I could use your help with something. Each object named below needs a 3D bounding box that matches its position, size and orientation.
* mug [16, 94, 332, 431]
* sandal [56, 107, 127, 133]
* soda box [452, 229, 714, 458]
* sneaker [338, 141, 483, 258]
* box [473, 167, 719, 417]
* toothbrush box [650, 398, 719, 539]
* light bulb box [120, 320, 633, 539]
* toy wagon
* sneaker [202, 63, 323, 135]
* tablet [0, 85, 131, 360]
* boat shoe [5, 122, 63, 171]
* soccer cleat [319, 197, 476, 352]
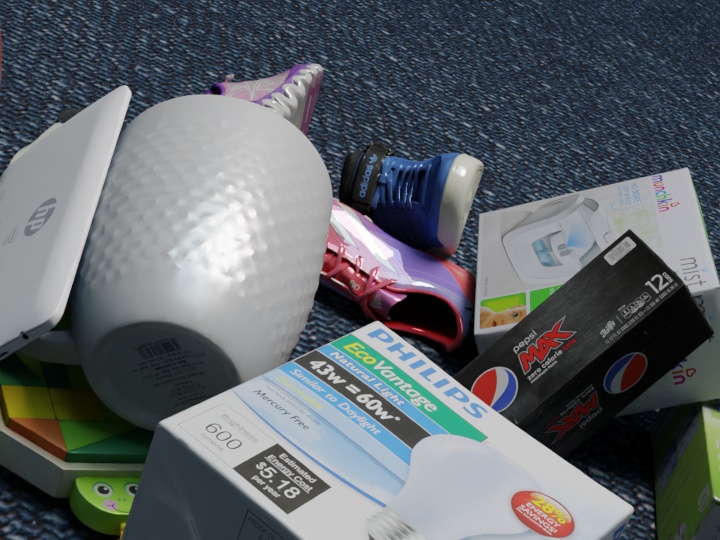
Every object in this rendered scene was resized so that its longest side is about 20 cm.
[{"bbox_3d":[-0.123,0.006,0.853,0.199,0.148,0.176,-5,39,11],"label":"mug"},{"bbox_3d":[-0.158,-0.088,1.149,0.200,0.048,0.075,27,28,10],"label":"sandal"},{"bbox_3d":[0.127,0.070,0.927,0.071,0.200,0.063,47,4,-47],"label":"soda box"},{"bbox_3d":[0.034,-0.062,1.153,0.111,0.077,0.200,19,-5,2],"label":"sneaker"},{"bbox_3d":[0.182,0.022,1.077,0.175,0.097,0.200,-12,26,13],"label":"box"},{"bbox_3d":[0.291,0.159,1.011,0.145,0.086,0.200,22,27,-1],"label":"toothbrush box"},{"bbox_3d":[0.007,0.152,0.776,0.198,0.125,0.200,35,31,22],"label":"light bulb box"},{"bbox_3d":[-0.158,0.091,0.850,0.154,0.040,0.200,5,33,-29],"label":"toy wagon"},{"bbox_3d":[-0.096,-0.142,1.265,0.088,0.081,0.200,19,28,10],"label":"sneaker"},{"bbox_3d":[-0.200,-0.019,0.850,0.014,0.130,0.201,40,37,-31],"label":"tablet"},{"bbox_3d":[-0.213,-0.052,1.024,0.071,0.070,0.201,16,25,-1],"label":"boat shoe"},{"bbox_3d":[0.000,0.000,1.100,0.199,0.067,0.077,23,33,-4],"label":"soccer cleat"}]
